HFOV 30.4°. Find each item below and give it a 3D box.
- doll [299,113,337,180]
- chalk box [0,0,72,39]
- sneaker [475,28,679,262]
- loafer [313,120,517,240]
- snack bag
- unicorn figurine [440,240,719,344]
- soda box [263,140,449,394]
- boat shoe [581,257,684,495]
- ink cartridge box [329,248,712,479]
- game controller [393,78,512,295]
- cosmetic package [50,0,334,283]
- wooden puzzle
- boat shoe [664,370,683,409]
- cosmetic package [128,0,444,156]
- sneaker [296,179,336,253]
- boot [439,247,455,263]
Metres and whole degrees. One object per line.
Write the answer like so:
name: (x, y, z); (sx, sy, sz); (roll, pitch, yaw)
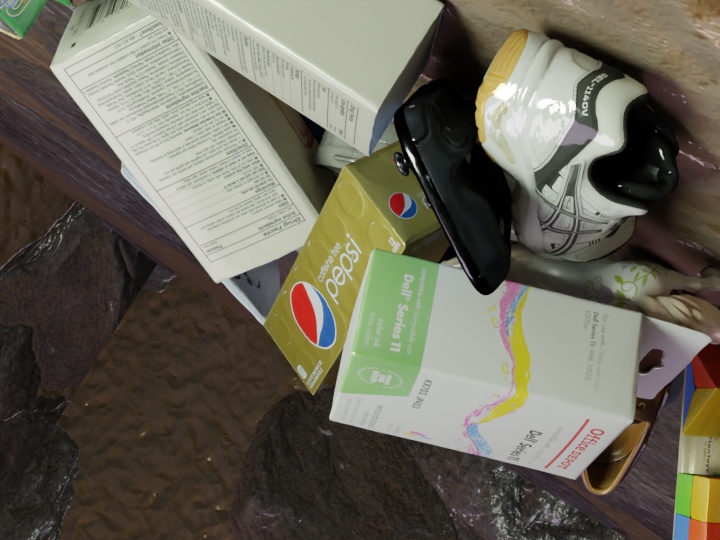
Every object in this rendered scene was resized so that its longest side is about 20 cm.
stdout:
doll: (-0.073, -0.125, 1.051); (0.199, 0.049, 0.136); (32, 150, -7)
chalk box: (-0.241, -0.236, 0.809); (0.123, 0.125, 0.200); (26, 171, 29)
sneaker: (0.125, -0.045, 0.691); (0.087, 0.076, 0.200); (23, 170, 29)
loafer: (0.060, -0.050, 0.918); (0.199, 0.070, 0.070); (31, 172, 12)
snack bag: (-0.119, -0.053, 1.061); (0.200, 0.021, 0.189); (50, -167, -26)
unicorn figurine: (0.134, 0.008, 0.822); (0.136, 0.075, 0.198); (-3, -178, -44)
soda box: (0.000, 0.000, 0.895); (0.068, 0.064, 0.201); (52, 144, 16)
boat shoe: (0.188, 0.081, 0.940); (0.071, 0.068, 0.202); (12, 133, 12)
ink cartridge box: (0.089, 0.062, 0.764); (0.197, 0.068, 0.117); (13, 154, -2)
game controller: (0.055, -0.051, 0.738); (0.200, 0.042, 0.106); (-58, -50, -75)
cosmetic package: (-0.108, -0.103, 0.909); (0.201, 0.102, 0.088); (57, -159, -32)
wooden puzzle: (0.237, 0.113, 0.812); (0.046, 0.188, 0.200); (7, 174, -11)
boat shoe: (0.165, 0.037, 1.050); (0.200, 0.071, 0.091); (40, 173, 3)
cosmetic package: (-0.057, -0.156, 0.739); (0.199, 0.074, 0.104); (32, 171, 2)
sneaker: (-0.027, -0.035, 1.086); (0.080, 0.077, 0.200); (21, 165, 22)
boot: (0.073, 0.059, 1.012); (0.211, 0.079, 0.159); (-126, 16, -58)
